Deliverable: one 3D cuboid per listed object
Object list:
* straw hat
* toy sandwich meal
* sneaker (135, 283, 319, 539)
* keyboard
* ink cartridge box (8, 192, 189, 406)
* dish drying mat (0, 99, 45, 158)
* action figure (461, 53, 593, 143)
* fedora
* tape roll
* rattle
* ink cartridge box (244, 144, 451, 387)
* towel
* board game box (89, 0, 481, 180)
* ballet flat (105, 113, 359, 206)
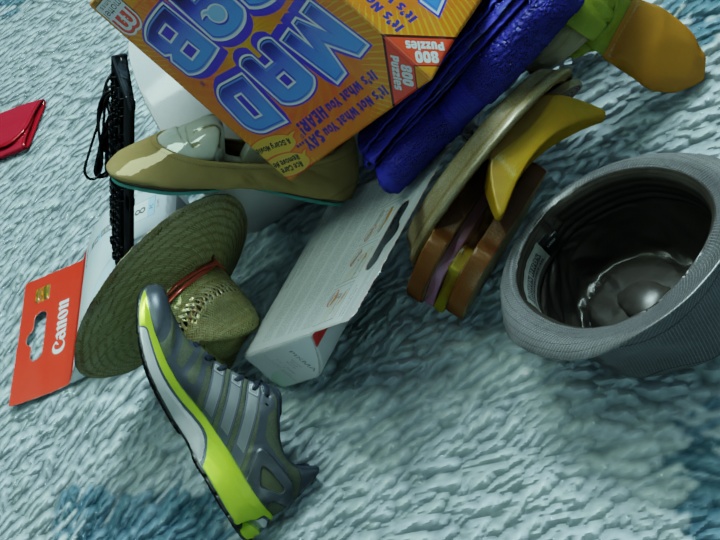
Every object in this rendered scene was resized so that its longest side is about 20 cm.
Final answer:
[{"bbox_3d":[-0.128,0.039,1.178,0.085,0.201,0.201,41,82,17],"label":"straw hat"},{"bbox_3d":[0.107,-0.059,1.085,0.070,0.205,0.205,40,80,8],"label":"toy sandwich meal"},{"bbox_3d":[-0.104,0.096,1.090,0.081,0.201,0.074,-30,1,-11],"label":"sneaker"},{"bbox_3d":[-0.215,-0.085,1.253,0.039,0.201,0.104,-3,38,-14],"label":"keyboard"},{"bbox_3d":[-0.249,0.021,1.356,0.199,0.047,0.161,-23,43,18],"label":"ink cartridge box"},{"bbox_3d":[-0.451,-0.145,1.699,0.198,0.018,0.077,-15,45,29],"label":"dish drying mat"},{"bbox_3d":[0.100,-0.159,1.227,0.199,0.069,0.131,-36,46,12],"label":"action figure"},{"bbox_3d":[0.187,0.010,0.974,0.177,0.090,0.199,-53,30,-17],"label":"fedora"},{"bbox_3d":[-0.087,-0.152,1.263,0.138,0.203,0.203,-31,40,11],"label":"tape roll"},{"bbox_3d":[0.154,-0.198,1.166,0.199,0.142,0.132,-9,76,53],"label":"rattle"},{"bbox_3d":[0.000,0.000,1.114,0.200,0.050,0.162,-19,38,60],"label":"ink cartridge box"},{"bbox_3d":[0.072,-0.163,1.066,0.200,0.049,0.148,-45,24,23],"label":"towel"},{"bbox_3d":[-0.032,-0.229,1.056,0.199,0.200,0.201,-29,24,54],"label":"board game box"},{"bbox_3d":[-0.097,-0.093,1.146,0.198,0.064,0.069,3,28,-16],"label":"ballet flat"}]
